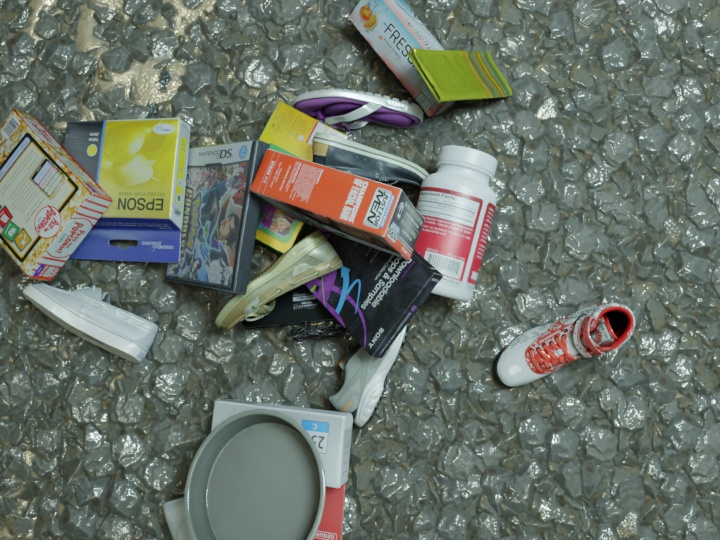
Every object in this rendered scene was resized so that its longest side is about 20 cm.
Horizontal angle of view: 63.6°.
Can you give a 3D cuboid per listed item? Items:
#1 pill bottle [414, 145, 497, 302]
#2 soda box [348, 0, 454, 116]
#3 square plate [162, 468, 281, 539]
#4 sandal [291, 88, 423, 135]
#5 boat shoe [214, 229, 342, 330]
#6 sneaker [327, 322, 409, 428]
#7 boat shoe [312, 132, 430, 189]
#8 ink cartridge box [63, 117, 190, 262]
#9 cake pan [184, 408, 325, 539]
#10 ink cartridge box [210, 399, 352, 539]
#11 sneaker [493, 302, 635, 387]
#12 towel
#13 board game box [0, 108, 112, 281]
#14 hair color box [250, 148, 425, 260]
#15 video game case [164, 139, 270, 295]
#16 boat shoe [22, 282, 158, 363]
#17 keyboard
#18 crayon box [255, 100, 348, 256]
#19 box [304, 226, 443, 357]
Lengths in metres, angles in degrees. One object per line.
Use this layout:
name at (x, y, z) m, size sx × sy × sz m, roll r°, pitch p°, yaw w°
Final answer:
pill bottle at (0.128, -0.066, 0.823) m, size 0.110 × 0.112 × 0.204 m, roll 15°, pitch 90°, yaw 1°
soda box at (0.075, -0.330, 0.872) m, size 0.201 × 0.068 × 0.063 m, roll 52°, pitch 127°, yaw 4°
square plate at (-0.163, 0.393, 0.789) m, size 0.195 × 0.028 × 0.203 m, roll -20°, pitch 89°, yaw 14°
sandal at (-0.005, -0.229, 0.863) m, size 0.199 × 0.083 × 0.051 m, roll 4°, pitch 80°, yaw -1°
boat shoe at (-0.116, 0.027, 0.804) m, size 0.200 × 0.073 × 0.063 m, roll -39°, pitch 93°, yaw 7°
sneaker at (0.017, 0.118, 0.833) m, size 0.078 × 0.074 × 0.203 m, roll 24°, pitch 84°, yaw 7°
boat shoe at (0.015, -0.143, 0.837) m, size 0.197 × 0.074 × 0.063 m, roll 11°, pitch 99°, yaw -31°
ink cartridge box at (-0.350, -0.118, 0.849) m, size 0.194 × 0.047 × 0.204 m, roll 2°, pitch 82°, yaw 13°
cake pan at (-0.131, 0.284, 0.745) m, size 0.197 × 0.037 × 0.204 m, roll -7°, pitch 67°, yaw 16°
ink cartridge box at (-0.115, 0.279, 0.804) m, size 0.196 × 0.045 × 0.180 m, roll 2°, pitch 83°, yaw 15°
sneaker at (0.285, 0.103, 0.817) m, size 0.199 × 0.108 × 0.068 m, roll -26°, pitch 85°, yaw -3°
towel at (0.150, -0.283, 0.836) m, size 0.199 × 0.018 × 0.087 m, roll -21°, pitch 75°, yaw -46°
board game box at (-0.472, -0.109, 0.835) m, size 0.200 × 0.046 × 0.152 m, roll 43°, pitch 95°, yaw 16°
hair color box at (-0.028, -0.084, 0.742) m, size 0.197 × 0.111 × 0.065 m, roll 20°, pitch 84°, yaw 25°
video game case at (-0.205, -0.076, 0.813) m, size 0.179 × 0.025 × 0.204 m, roll 6°, pitch 86°, yaw 42°
boat shoe at (-0.387, 0.060, 0.841) m, size 0.197 × 0.072 × 0.069 m, roll 24°, pitch 63°, yaw 9°
keyboard at (-0.080, 0.061, 0.864) m, size 0.196 × 0.040 × 0.106 m, roll -6°, pitch 61°, yaw 1°
crayon box at (-0.112, -0.132, 0.864) m, size 0.117 × 0.058 × 0.202 m, roll 27°, pitch 85°, yaw 3°
box at (0.000, 0.000, 0.804) m, size 0.200 × 0.036 × 0.144 m, roll 43°, pitch 106°, yaw 27°
